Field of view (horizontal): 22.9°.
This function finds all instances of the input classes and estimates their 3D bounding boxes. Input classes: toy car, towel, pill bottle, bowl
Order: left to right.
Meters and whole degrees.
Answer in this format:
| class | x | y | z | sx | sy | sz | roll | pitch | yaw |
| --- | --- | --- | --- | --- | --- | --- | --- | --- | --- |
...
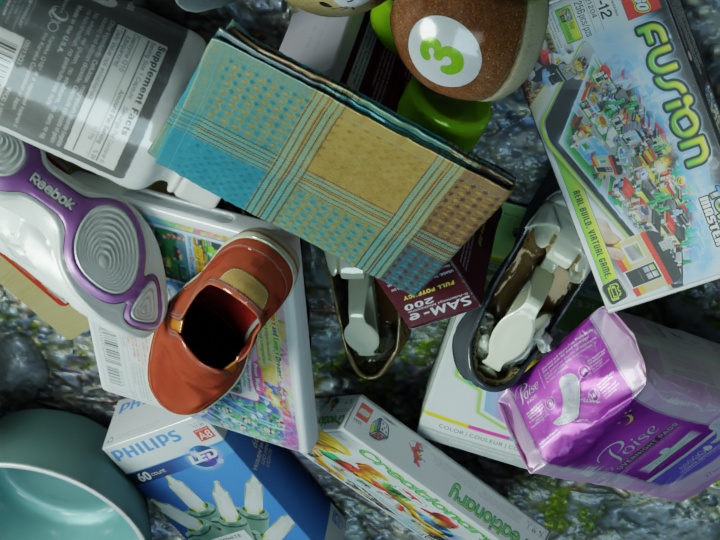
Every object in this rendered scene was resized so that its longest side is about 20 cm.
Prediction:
| class | x | y | z | sx | sy | sz | roll | pitch | yaw |
| --- | --- | --- | --- | --- | --- | --- | --- | --- | --- |
| bowl | -0.257 | 0.191 | 1.469 | 0.199 | 0.105 | 0.202 | 5 | 132 | 6 |
| pill bottle | -0.169 | -0.123 | 1.167 | 0.199 | 0.114 | 0.113 | 25 | 131 | -11 |
| towel | -0.021 | -0.064 | 1.084 | 0.199 | 0.022 | 0.147 | 27 | 145 | -11 |
| toy car | 0.000 | -0.176 | 1.021 | 0.199 | 0.159 | 0.165 | 5 | 139 | -24 |

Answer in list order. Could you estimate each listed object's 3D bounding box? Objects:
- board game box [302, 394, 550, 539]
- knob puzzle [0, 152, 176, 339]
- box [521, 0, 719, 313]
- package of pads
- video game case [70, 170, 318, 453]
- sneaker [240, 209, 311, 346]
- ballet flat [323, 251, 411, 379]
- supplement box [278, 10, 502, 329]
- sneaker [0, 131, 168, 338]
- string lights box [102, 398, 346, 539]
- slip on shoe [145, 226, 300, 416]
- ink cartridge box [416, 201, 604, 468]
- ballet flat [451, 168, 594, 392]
| class | x | y | z | sx | sy | sz | roll | pitch | yaw |
| --- | --- | --- | --- | --- | --- | --- | --- | --- | --- |
| board game box | 0.038 | 0.165 | 1.395 | 0.200 | 0.035 | 0.126 | 37 | 159 | -20 |
| knob puzzle | -0.209 | -0.053 | 1.293 | 0.218 | 0.031 | 0.221 | 6 | 132 | 7 |
| box | 0.173 | -0.085 | 1.123 | 0.109 | 0.035 | 0.201 | -19 | 96 | 26 |
| package of pads | 0.206 | 0.099 | 1.258 | 0.199 | 0.076 | 0.120 | 17 | 129 | -44 |
| video game case | -0.120 | 0.032 | 1.278 | 0.181 | 0.024 | 0.201 | 15 | 133 | 21 |
| sneaker | -0.085 | 0.004 | 1.289 | 0.088 | 0.074 | 0.201 | 4 | 131 | 6 |
| ballet flat | 0.000 | 0.000 | 1.268 | 0.067 | 0.073 | 0.201 | 1 | 131 | 9 |
| supplement box | 0.018 | -0.073 | 1.170 | 0.061 | 0.109 | 0.200 | -19 | 121 | 27 |
| sneaker | -0.212 | -0.030 | 1.231 | 0.200 | 0.075 | 0.100 | 46 | 154 | -4 |
| string lights box | -0.108 | 0.175 | 1.455 | 0.102 | 0.059 | 0.200 | -21 | 124 | 26 |
| slip on shoe | -0.105 | 0.046 | 1.219 | 0.074 | 0.061 | 0.200 | 36 | 138 | -3 |
| ink cartridge box | 0.115 | 0.052 | 1.299 | 0.103 | 0.060 | 0.201 | 16 | 132 | -1 |
| ballet flat | 0.127 | 0.001 | 1.199 | 0.073 | 0.073 | 0.201 | 28 | 108 | -13 |
